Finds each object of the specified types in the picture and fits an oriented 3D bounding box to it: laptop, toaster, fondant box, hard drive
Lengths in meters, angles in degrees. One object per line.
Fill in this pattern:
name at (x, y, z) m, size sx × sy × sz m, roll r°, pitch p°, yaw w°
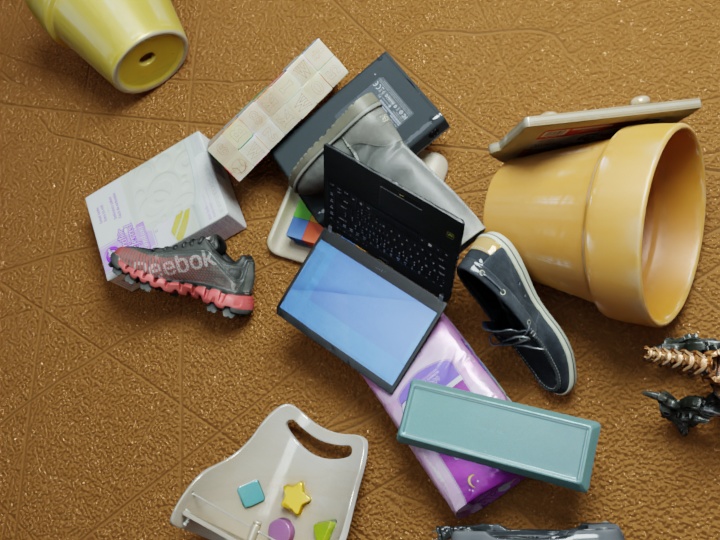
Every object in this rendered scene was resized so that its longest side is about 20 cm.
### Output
laptop at (0.000, 0.000, 0.794) m, size 0.177 × 0.200 × 0.103 m, roll 32°, pitch 57°, yaw 21°
toaster at (0.168, 0.316, 0.728) m, size 0.200 × 0.114 × 0.129 m, roll -7°, pitch 73°, yaw 17°
fondant box at (-0.276, -0.082, 1.050) m, size 0.200 × 0.058 × 0.144 m, roll -28°, pitch 66°, yaw 11°
hard drive at (-0.006, -0.166, 0.943) m, size 0.200 × 0.033 × 0.140 m, roll -39°, pitch 61°, yaw 8°

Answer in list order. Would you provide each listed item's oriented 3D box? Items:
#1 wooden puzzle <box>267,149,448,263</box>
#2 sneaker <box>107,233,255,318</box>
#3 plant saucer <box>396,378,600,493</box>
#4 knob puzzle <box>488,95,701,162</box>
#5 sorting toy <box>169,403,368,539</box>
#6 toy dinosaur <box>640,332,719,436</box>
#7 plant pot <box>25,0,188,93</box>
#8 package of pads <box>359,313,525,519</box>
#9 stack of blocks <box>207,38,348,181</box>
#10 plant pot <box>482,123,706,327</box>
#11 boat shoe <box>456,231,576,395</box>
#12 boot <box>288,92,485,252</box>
wooden puzzle at (-0.010, -0.088, 0.959) m, size 0.200 × 0.046 × 0.185 m, roll 17°, pitch 80°, yaw 24°
sneaker at (-0.226, -0.008, 0.975) m, size 0.200 × 0.071 × 0.098 m, roll 16°, pitch 91°, yaw 5°
plant saucer at (0.135, 0.164, 0.757) m, size 0.200 × 0.019 × 0.070 m, roll 11°, pitch 77°, yaw 22°
knob puzzle at (0.234, -0.151, 0.808) m, size 0.220 × 0.220 × 0.030 m, roll -10°, pitch 85°, yaw 17°
sorting toy at (-0.078, 0.253, 0.853) m, size 0.200 × 0.107 × 0.180 m, roll 20°, pitch 74°, yaw 25°
toy dinosaur at (0.351, 0.097, 0.711) m, size 0.200 × 0.136 × 0.102 m, roll 38°, pitch 69°, yaw -15°
plant pot at (-0.361, -0.378, 1.111) m, size 0.201 × 0.201 × 0.189 m, roll -38°, pitch 79°, yaw 6°
package of pads at (0.101, 0.156, 0.824) m, size 0.120 × 0.076 × 0.200 m, roll -39°, pitch 64°, yaw 8°
stack of blocks at (-0.113, -0.215, 0.996) m, size 0.200 × 0.115 × 0.059 m, roll -44°, pitch 107°, yaw 3°
plant pot at (0.239, -0.054, 0.787) m, size 0.183 × 0.200 × 0.200 m, roll 9°, pitch 76°, yaw 39°
boat shoe at (0.163, 0.055, 0.792) m, size 0.062 × 0.200 × 0.075 m, roll -38°, pitch 17°, yaw -22°
boot at (0.024, -0.076, 0.847) m, size 0.200 × 0.073 × 0.182 m, roll 50°, pitch 137°, yaw 0°
